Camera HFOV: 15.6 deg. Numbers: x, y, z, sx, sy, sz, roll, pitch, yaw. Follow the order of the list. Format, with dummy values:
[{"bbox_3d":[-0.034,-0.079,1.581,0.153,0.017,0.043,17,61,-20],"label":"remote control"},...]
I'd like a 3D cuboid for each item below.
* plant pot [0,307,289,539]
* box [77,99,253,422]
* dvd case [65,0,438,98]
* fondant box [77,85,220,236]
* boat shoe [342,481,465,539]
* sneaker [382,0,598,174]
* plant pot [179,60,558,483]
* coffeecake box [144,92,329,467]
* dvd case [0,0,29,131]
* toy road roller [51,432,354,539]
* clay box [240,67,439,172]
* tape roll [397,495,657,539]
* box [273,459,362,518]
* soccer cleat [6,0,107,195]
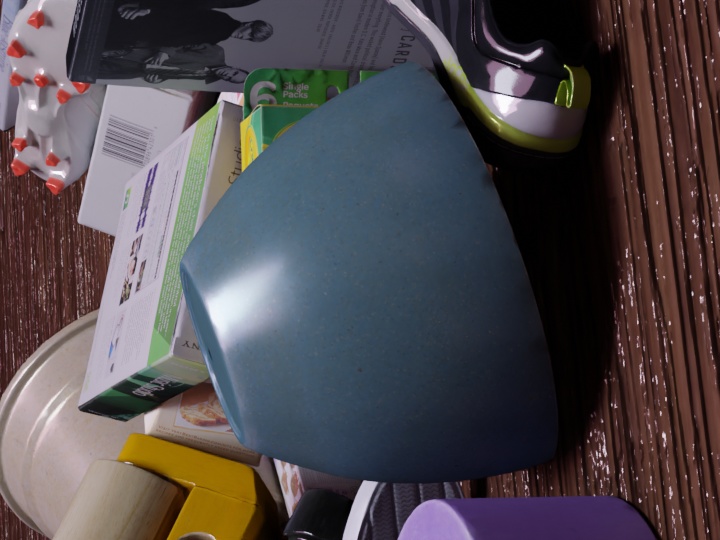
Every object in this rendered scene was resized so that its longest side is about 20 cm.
[{"bbox_3d":[-0.114,0.148,1.686,0.184,0.200,0.201,-129,40,-49],"label":"plant pot"},{"bbox_3d":[-0.104,-0.001,1.459,0.200,0.036,0.145,150,133,-68],"label":"box"},{"bbox_3d":[-0.043,-0.142,1.357,0.150,0.200,0.025,113,155,-55],"label":"dvd case"},{"bbox_3d":[-0.118,-0.133,1.708,0.144,0.058,0.200,109,-178,-46],"label":"fondant box"},{"bbox_3d":[0.015,0.185,1.371,0.067,0.073,0.200,-145,56,-69],"label":"boat shoe"},{"bbox_3d":[0.067,-0.131,1.225,0.200,0.072,0.083,63,141,40],"label":"sneaker"},{"bbox_3d":[-0.007,0.018,1.233,0.200,0.135,0.200,161,90,-80],"label":"plant pot"},{"bbox_3d":[-0.062,-0.016,1.523,0.154,0.073,0.200,-101,31,-59],"label":"coffeecake box"},{"bbox_3d":[-0.173,-0.181,1.686,0.018,0.143,0.200,45,152,15],"label":"dvd case"},{"bbox_3d":[-0.071,0.192,1.489,0.123,0.200,0.146,-64,-23,-23],"label":"toy road roller"},{"bbox_3d":[-0.001,-0.010,1.360,0.048,0.115,0.200,153,116,-72],"label":"clay box"},{"bbox_3d":[0.072,0.198,1.145,0.200,0.085,0.200,180,90,-75],"label":"tape roll"},{"bbox_3d":[-0.033,0.101,1.619,0.200,0.041,0.039,-110,25,-50],"label":"box"},{"bbox_3d":[-0.183,-0.128,1.659,0.078,0.069,0.200,-58,-7,-32],"label":"soccer cleat"}]
